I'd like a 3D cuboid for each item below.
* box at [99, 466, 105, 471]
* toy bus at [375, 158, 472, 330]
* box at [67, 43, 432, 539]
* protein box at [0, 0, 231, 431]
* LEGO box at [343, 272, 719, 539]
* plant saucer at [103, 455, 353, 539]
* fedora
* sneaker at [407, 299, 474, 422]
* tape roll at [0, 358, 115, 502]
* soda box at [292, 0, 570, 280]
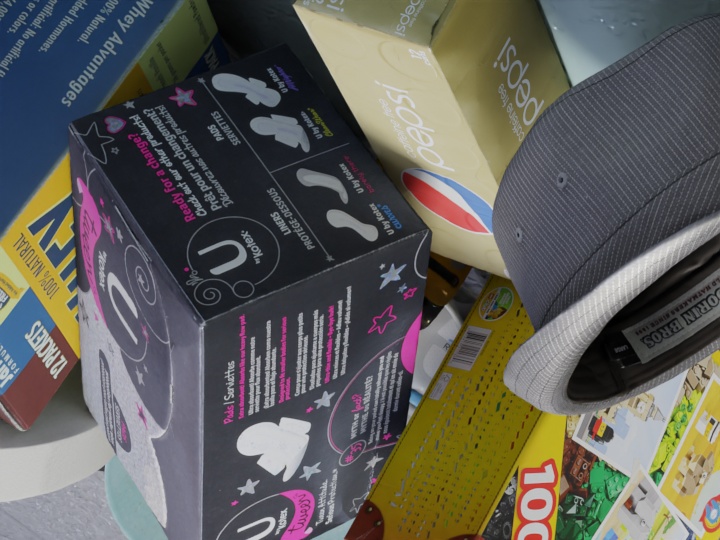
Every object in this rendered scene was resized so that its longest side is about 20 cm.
[{"bbox_3d":[-0.123,0.049,1.381,0.199,0.050,0.199,8,136,23],"label":"box"},{"bbox_3d":[0.000,0.000,1.168,0.065,0.078,0.200,38,153,-7],"label":"toy bus"},{"bbox_3d":[-0.056,0.023,1.038,0.132,0.114,0.201,53,153,32],"label":"box"},{"bbox_3d":[-0.196,-0.072,1.091,0.199,0.199,0.135,30,164,20],"label":"protein box"},{"bbox_3d":[0.103,0.084,1.062,0.077,0.201,0.149,11,155,47],"label":"LEGO box"},{"bbox_3d":[-0.049,0.109,1.334,0.200,0.039,0.202,-2,132,-2],"label":"plant saucer"},{"bbox_3d":[0.120,-0.030,0.861,0.091,0.176,0.200,59,147,17],"label":"fedora"},{"bbox_3d":[0.101,0.058,1.216,0.199,0.087,0.075,17,-156,-30],"label":"sneaker"},{"bbox_3d":[-0.209,0.040,1.164,0.202,0.203,0.037,26,123,14],"label":"tape roll"},{"bbox_3d":[0.043,-0.072,0.961,0.067,0.064,0.200,20,161,28],"label":"soda box"}]
